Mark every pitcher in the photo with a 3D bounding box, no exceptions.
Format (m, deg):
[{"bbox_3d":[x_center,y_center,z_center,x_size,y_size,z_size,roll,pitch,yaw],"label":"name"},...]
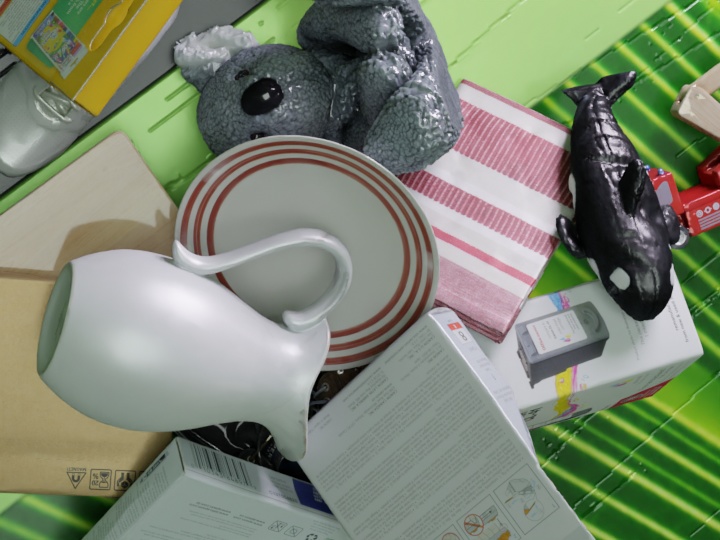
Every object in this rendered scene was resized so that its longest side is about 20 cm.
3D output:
[{"bbox_3d":[-0.112,0.035,0.960,0.198,0.121,0.174,16,103,-23],"label":"pitcher"}]

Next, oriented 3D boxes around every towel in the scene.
[{"bbox_3d":[0.092,-0.051,1.066,0.143,0.023,0.201,28,61,14],"label":"towel"}]

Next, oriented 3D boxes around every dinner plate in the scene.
[{"bbox_3d":[-0.039,-0.013,1.003,0.197,0.024,0.203,5,124,7],"label":"dinner plate"}]

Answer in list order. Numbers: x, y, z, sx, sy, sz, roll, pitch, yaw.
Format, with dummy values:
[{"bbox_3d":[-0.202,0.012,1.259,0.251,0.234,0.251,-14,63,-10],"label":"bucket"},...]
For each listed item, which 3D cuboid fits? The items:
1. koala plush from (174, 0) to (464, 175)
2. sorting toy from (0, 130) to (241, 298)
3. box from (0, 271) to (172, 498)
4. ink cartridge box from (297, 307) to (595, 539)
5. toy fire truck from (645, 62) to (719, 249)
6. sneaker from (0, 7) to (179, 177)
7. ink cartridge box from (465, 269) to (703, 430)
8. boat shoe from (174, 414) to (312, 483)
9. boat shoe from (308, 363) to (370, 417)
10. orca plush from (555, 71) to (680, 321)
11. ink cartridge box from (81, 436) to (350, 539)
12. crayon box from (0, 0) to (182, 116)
[{"bbox_3d":[-0.037,-0.135,1.041,0.198,0.184,0.179,-23,91,12],"label":"koala plush"},{"bbox_3d":[-0.208,0.029,1.058,0.199,0.070,0.200,-36,104,-4],"label":"sorting toy"},{"bbox_3d":[-0.234,0.085,1.013,0.197,0.021,0.166,4,98,-13],"label":"box"},{"bbox_3d":[0.061,0.154,0.993,0.162,0.050,0.201,-42,77,22],"label":"ink cartridge box"},{"bbox_3d":[0.306,-0.114,1.161,0.198,0.049,0.143,-22,102,-8],"label":"toy fire truck"},{"bbox_3d":[-0.211,-0.152,1.024,0.070,0.080,0.201,41,90,-17],"label":"sneaker"},{"bbox_3d":[0.153,0.073,1.098,0.197,0.148,0.087,-16,75,-10],"label":"ink cartridge box"},{"bbox_3d":[-0.064,0.145,1.110,0.198,0.066,0.071,28,92,-16],"label":"boat shoe"},{"bbox_3d":[-0.004,0.101,1.084,0.072,0.072,0.201,-38,88,-15],"label":"boat shoe"},{"bbox_3d":[0.208,-0.068,1.035,0.104,0.071,0.203,12,63,-13],"label":"orca plush"},{"bbox_3d":[-0.123,0.230,1.074,0.198,0.041,0.200,26,117,-38],"label":"ink cartridge box"},{"bbox_3d":[-0.196,-0.194,0.963,0.126,0.200,0.051,-52,139,1],"label":"crayon box"}]
